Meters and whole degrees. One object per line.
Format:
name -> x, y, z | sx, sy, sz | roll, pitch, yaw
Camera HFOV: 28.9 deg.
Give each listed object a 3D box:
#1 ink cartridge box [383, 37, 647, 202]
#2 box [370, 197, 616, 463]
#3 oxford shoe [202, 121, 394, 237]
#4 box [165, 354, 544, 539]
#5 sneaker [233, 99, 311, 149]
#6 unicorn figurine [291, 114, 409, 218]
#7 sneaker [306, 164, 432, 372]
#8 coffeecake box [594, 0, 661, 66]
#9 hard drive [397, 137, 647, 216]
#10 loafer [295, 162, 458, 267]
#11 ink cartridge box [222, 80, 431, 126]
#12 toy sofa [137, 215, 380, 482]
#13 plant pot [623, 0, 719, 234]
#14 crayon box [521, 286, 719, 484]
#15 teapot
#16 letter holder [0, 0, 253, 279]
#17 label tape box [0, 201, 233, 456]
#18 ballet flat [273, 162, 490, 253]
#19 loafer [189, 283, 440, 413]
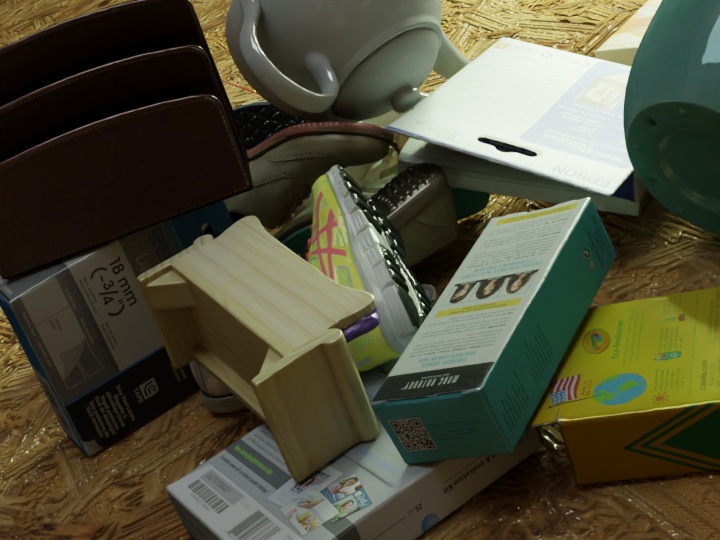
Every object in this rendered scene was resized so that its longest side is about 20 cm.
ink cartridge box -> 0.151, -0.114, 1.116 | 0.196, 0.047, 0.200 | 20, 42, 27
box -> 0.089, 0.034, 0.877 | 0.082, 0.049, 0.200 | -12, 29, 38
oxford shoe -> -0.056, -0.073, 1.146 | 0.198, 0.075, 0.070 | -13, -15, 34
box -> -0.007, 0.126, 0.896 | 0.199, 0.041, 0.155 | -34, 28, -21
sneaker -> -0.074, -0.153, 1.476 | 0.198, 0.072, 0.083 | -22, 2, -3
unicorn figurine -> -0.033, -0.084, 1.254 | 0.197, 0.075, 0.137 | -2, -14, 12
sneaker -> -0.015, 0.000, 0.997 | 0.090, 0.078, 0.201 | -37, 34, 12
coffeecake box -> 0.327, -0.213, 1.246 | 0.152, 0.074, 0.200 | 2, 34, 41
hard drive -> 0.144, -0.101, 1.158 | 0.198, 0.027, 0.132 | 10, 36, 18
loafer -> 0.000, 0.000, 1.105 | 0.199, 0.068, 0.076 | -38, 21, 4
ink cartridge box -> -0.010, -0.165, 1.315 | 0.198, 0.051, 0.162 | 14, 7, -29
toy sofa -> -0.060, 0.045, 0.931 | 0.097, 0.083, 0.200 | -31, 33, -19
plant pot -> 0.278, -0.122, 0.985 | 0.199, 0.201, 0.161 | 9, 51, 47
crayon box -> 0.196, 0.064, 0.843 | 0.198, 0.051, 0.127 | -10, 28, 23
teapot -> -0.006, -0.187, 1.137 | 0.199, 0.147, 0.198 | -34, -17, -9
letter holder -> -0.198, -0.106, 1.037 | 0.198, 0.143, 0.101 | -20, 27, 1
label tape box -> -0.165, 0.026, 1.088 | 0.199, 0.145, 0.063 | -32, 27, -19
ballet flat -> 0.013, -0.054, 1.185 | 0.198, 0.070, 0.070 | -18, 25, -5
loafer -> -0.034, 0.046, 1.041 | 0.198, 0.063, 0.072 | -20, 25, 5
